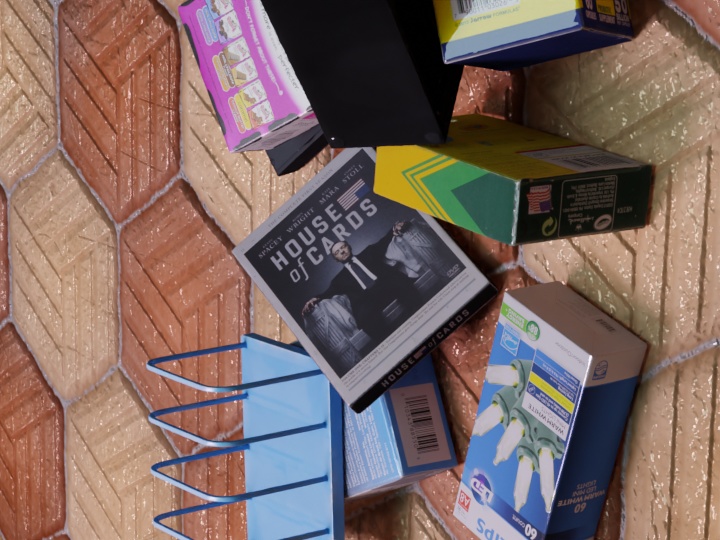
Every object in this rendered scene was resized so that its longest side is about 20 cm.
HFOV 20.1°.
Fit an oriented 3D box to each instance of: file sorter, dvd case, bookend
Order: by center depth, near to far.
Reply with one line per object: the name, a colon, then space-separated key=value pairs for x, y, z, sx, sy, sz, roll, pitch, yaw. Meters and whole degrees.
bookend: x=0.010 y=-0.226 z=1.444 sx=0.092 sy=0.200 sz=0.199 roll=-1 pitch=142 yaw=21
dvd case: x=0.000 y=0.000 z=1.651 sx=0.150 sy=0.025 sz=0.200 roll=-42 pitch=54 yaw=3
file sorter: x=-0.101 y=0.170 z=1.712 sx=0.139 sy=0.122 sz=0.201 roll=14 pitch=108 yaw=53

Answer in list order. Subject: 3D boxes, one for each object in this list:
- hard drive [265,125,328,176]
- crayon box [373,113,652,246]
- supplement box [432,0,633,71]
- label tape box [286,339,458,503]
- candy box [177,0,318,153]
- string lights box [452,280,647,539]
hard drive: x=-0.075 y=-0.200 z=1.758 sx=0.140 sy=0.033 sz=0.200 roll=-38 pitch=75 yaw=51
crayon box: x=0.099 y=-0.070 z=1.486 sx=0.200 sy=0.127 sz=0.051 roll=25 pitch=117 yaw=51
supplement box: x=0.109 y=-0.250 z=1.421 sx=0.109 sy=0.109 sz=0.201 roll=-12 pitch=87 yaw=26
label tape box: x=-0.010 y=0.122 z=1.733 sx=0.200 sy=0.066 sz=0.144 roll=-29 pitch=73 yaw=56
candy box: x=-0.042 y=-0.196 z=1.656 sx=0.200 sy=0.061 sz=0.137 roll=-24 pitch=82 yaw=36
string lights box: x=0.140 y=0.122 z=1.523 sx=0.103 sy=0.059 sz=0.201 roll=38 pitch=126 yaw=43
